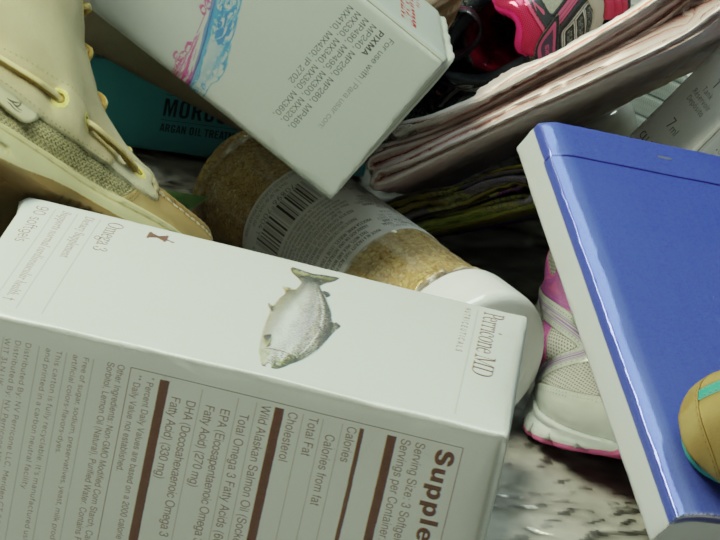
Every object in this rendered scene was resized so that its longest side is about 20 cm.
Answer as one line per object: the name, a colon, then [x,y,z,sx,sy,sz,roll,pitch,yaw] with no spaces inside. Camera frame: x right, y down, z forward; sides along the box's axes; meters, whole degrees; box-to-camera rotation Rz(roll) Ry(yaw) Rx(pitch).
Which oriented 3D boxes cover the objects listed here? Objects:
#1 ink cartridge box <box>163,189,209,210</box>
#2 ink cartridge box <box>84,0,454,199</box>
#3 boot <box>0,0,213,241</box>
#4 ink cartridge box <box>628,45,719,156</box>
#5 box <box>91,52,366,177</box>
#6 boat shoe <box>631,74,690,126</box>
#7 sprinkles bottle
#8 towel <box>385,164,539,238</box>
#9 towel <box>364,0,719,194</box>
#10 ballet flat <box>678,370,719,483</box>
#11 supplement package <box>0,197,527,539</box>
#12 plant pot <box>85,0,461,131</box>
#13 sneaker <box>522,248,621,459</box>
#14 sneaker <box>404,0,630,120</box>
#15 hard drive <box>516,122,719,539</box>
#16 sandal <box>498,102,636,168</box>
ink cartridge box: [-0.187,-0.047,1.266,0.199,0.048,0.145,6,18,20]
ink cartridge box: [-0.062,-0.134,1.226,0.200,0.083,0.146,39,10,-8]
boot: [-0.122,-0.080,1.118,0.073,0.156,0.200,-16,-29,31]
ink cartridge box: [0.251,-0.068,1.331,0.200,0.176,0.045,30,23,-42]
box: [-0.095,-0.098,1.484,0.199,0.049,0.082,7,23,-13]
boat shoe: [0.184,-0.106,1.621,0.066,0.074,0.200,-1,24,-24]
sprinkles bottle: [0.000,0.000,1.265,0.068,0.069,0.200,-4,27,-36]
towel: [0.093,-0.040,1.382,0.143,0.023,0.200,-15,-3,41]
towel: [0.096,-0.088,1.335,0.190,0.032,0.200,-25,-2,7]
ballet flat: [0.221,0.086,1.115,0.199,0.063,0.069,21,49,-24]
supplement package: [-0.050,0.065,1.010,0.199,0.118,0.117,13,21,2]
plant pot: [-0.050,-0.152,1.377,0.173,0.200,0.200,43,28,9]
sneaker: [0.115,0.023,1.244,0.081,0.089,0.200,8,22,-10]
sneaker: [0.052,-0.118,1.461,0.075,0.200,0.081,-31,88,-37]
hard drive: [0.149,0.031,1.179,0.131,0.025,0.201,9,49,-33]
sandal: [0.108,-0.073,1.528,0.082,0.050,0.203,-22,12,2]
